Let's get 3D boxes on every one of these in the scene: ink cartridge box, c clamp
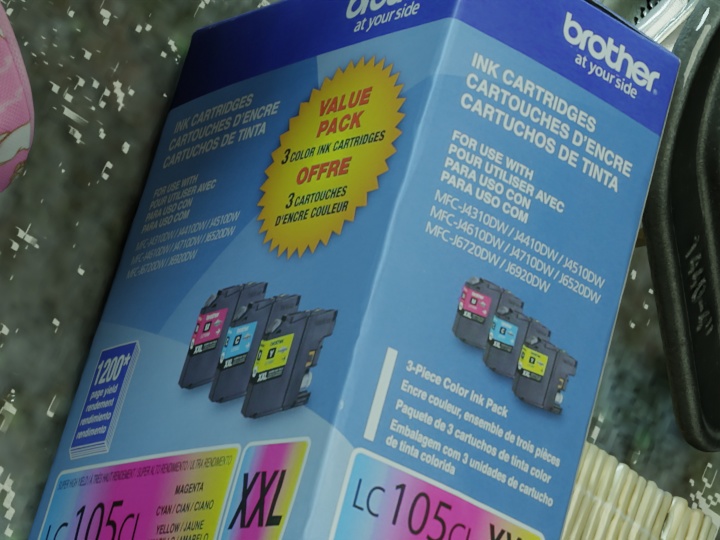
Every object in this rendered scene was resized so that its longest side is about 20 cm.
[{"bbox_3d":[0.000,0.000,0.747,0.076,0.136,0.201,30,66,-29],"label":"ink cartridge box"},{"bbox_3d":[0.127,-0.038,0.835,0.171,0.027,0.200,-54,150,-21],"label":"c clamp"}]

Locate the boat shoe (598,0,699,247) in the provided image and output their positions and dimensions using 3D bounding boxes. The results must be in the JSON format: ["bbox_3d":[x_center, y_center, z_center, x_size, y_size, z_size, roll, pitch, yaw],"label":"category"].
[{"bbox_3d":[0.108,-0.105,0.872,0.069,0.071,0.200,38,64,-21],"label":"boat shoe"}]

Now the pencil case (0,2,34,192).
[{"bbox_3d":[-0.167,-0.009,0.682,0.083,0.087,0.200,39,57,18],"label":"pencil case"}]

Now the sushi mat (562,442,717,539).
[{"bbox_3d":[0.036,0.138,0.814,0.095,0.012,0.201,31,66,-23],"label":"sushi mat"}]
